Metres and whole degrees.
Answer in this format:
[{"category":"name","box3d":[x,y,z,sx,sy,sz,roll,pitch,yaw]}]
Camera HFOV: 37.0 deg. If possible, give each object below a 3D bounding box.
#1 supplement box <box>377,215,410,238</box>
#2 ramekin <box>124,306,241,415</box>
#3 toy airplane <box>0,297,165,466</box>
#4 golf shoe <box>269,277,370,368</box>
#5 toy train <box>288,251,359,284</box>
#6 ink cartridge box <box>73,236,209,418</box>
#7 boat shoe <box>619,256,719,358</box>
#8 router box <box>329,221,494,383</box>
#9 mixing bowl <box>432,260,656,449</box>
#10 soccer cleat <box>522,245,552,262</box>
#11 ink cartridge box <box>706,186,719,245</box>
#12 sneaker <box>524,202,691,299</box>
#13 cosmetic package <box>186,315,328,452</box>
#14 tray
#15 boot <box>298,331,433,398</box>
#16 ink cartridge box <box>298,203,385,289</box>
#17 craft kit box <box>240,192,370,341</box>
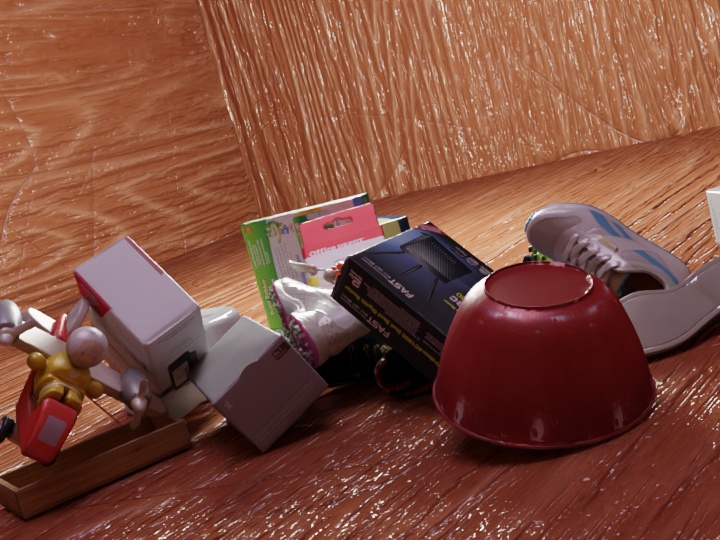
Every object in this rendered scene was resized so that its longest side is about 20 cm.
[{"category":"supplement box","box3d":[-0.033,0.000,1.792,0.200,0.134,0.200,-19,9,-22]},{"category":"ramekin","box3d":[-0.246,0.122,1.514,0.200,0.098,0.200,-15,8,2]},{"category":"toy airplane","box3d":[-0.323,0.101,1.188,0.141,0.199,0.200,-39,-14,32]},{"category":"golf shoe","box3d":[-0.049,0.051,1.273,0.091,0.075,0.200,-23,25,-10]},{"category":"toy train","box3d":[0.000,0.000,1.305,0.150,0.056,0.200,22,-1,-27]},{"category":"ink cartridge box","box3d":[-0.259,0.078,1.314,0.083,0.145,0.200,-38,-27,-24]},{"category":"boat shoe","box3d":[0.323,0.052,1.117,0.200,0.073,0.062,-25,-32,-17]},{"category":"router box","box3d":[0.091,0.041,1.146,0.200,0.062,0.150,38,38,23]},{"category":"mixing bowl","box3d":[0.159,0.060,0.952,0.200,0.109,0.200,-6,24,3]},{"category":"soccer cleat","box3d":[0.264,-0.007,1.426,0.084,0.065,0.200,0,-6,2]},{"category":"ink cartridge box","box3d":[0.570,-0.084,1.400,0.145,0.084,0.200,-17,8,-9]},{"category":"sneaker","box3d":[0.279,-0.013,1.227,0.200,0.077,0.081,25,32,11]},{"category":"cosmetic package","box3d":[-0.121,0.123,1.212,0.107,0.090,0.200,-45,17,-8]},{"category":"tray","box3d":[-0.300,0.216,1.208,0.200,0.037,0.099,-22,11,-31]},{"category":"boot","box3d":[0.021,0.104,1.241,0.200,0.073,0.151,-11,8,-3]},{"category":"ink cartridge box","box3d":[-0.008,0.016,1.449,0.116,0.200,0.067,-16,-35,3]},{"category":"craft kit box","box3d":[-0.059,0.003,1.602,0.197,0.200,0.049,-12,9,16]}]
